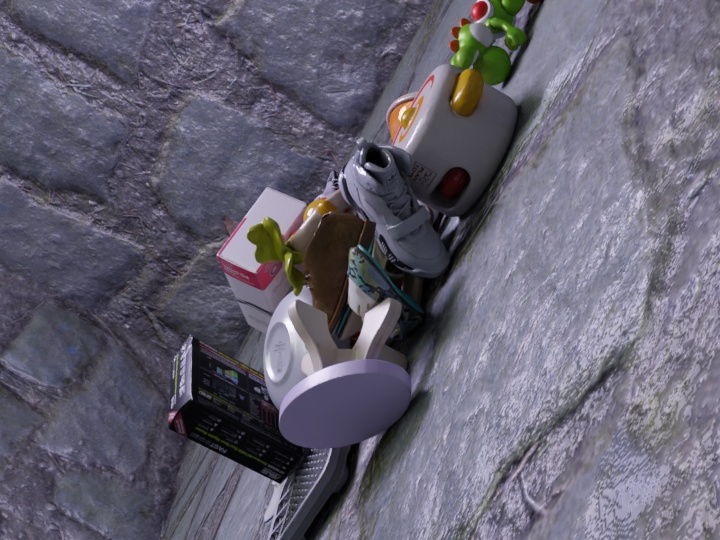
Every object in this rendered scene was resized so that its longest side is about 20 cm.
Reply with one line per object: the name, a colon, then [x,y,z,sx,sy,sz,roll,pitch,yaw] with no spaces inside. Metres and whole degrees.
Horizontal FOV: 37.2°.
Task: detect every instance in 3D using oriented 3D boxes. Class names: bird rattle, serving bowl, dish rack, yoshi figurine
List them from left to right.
serving bowl: [-0.089,0.118,1.511,0.199,0.065,0.205,-18,69,58]
dish rack: [-0.063,0.290,1.469,0.202,0.043,0.172,-59,8,27]
bird rattle: [-0.056,-0.050,1.516,0.163,0.113,0.199,-46,-13,29]
yoshi figurine: [0.215,-0.362,1.662,0.201,0.111,0.113,-54,-29,-26]

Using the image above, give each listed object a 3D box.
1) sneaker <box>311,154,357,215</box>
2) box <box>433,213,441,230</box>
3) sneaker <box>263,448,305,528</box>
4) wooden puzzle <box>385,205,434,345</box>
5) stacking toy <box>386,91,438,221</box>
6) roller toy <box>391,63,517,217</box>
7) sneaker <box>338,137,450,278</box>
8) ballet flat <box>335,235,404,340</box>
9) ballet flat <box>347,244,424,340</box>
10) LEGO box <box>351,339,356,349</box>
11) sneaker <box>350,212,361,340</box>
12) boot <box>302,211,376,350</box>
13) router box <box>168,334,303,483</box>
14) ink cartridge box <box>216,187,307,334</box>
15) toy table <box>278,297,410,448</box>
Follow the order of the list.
sneaker: [-0.029,-0.128,1.706,0.142,0.077,0.200,-65,9,-17]
box: [0.067,-0.011,1.670,0.200,0.021,0.165,-54,13,52]
sneaker: [-0.107,0.296,1.629,0.203,0.070,0.073,-62,8,7]
wooden puzzle: [0.044,0.020,1.543,0.200,0.037,0.189,138,145,-66]
stacking toy: [0.097,-0.153,1.609,0.146,0.144,0.204,133,151,-62]
roller toy: [0.118,-0.181,1.469,0.185,0.138,0.200,-63,9,3]
sneaker: [0.048,-0.084,1.392,0.075,0.201,0.115,-36,-13,-20]
ballet flat: [0.025,0.010,1.443,0.069,0.068,0.203,134,156,-64]
ballet flat: [0.022,0.038,1.341,0.075,0.073,0.200,-64,-34,-14]
LEGO box: [-0.044,0.093,1.665,0.201,0.076,0.151,111,170,-52]
sneaker: [0.000,0.000,1.521,0.077,0.072,0.204,132,152,-62]
boot: [-0.046,0.016,1.383,0.074,0.074,0.203,-83,12,-69]
router box: [-0.180,0.199,1.535,0.062,0.198,0.151,-48,26,21]
ink cartridge box: [-0.134,-0.005,1.697,0.146,0.083,0.201,-55,-27,-25]
toy table: [-0.019,0.123,1.306,0.198,0.183,0.119,-25,44,32]
